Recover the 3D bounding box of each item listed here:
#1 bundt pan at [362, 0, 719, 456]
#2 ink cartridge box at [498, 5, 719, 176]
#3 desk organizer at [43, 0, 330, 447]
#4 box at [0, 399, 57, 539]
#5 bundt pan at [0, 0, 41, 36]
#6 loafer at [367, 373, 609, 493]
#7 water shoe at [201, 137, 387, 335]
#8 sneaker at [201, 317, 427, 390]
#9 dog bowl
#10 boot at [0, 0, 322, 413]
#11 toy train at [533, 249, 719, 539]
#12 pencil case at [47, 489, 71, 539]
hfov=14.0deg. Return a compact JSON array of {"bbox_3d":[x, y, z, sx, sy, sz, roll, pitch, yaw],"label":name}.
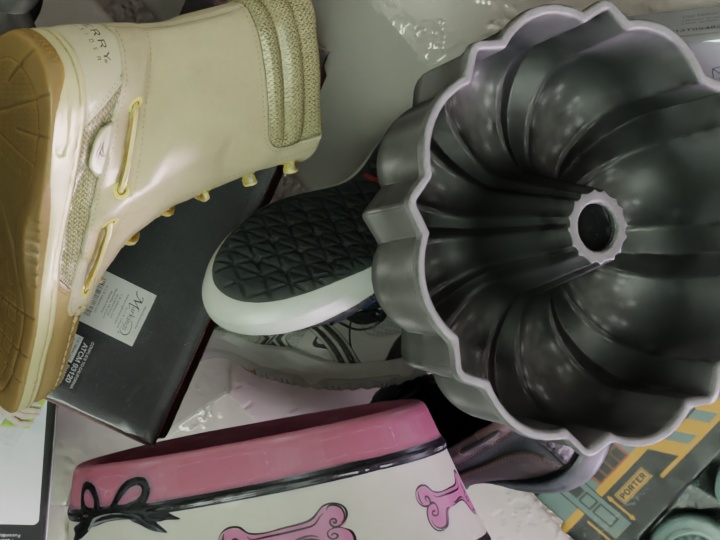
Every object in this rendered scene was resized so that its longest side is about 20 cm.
[{"bbox_3d":[0.085,-0.017,1.314,0.202,0.202,0.076,53,152,-18],"label":"bundt pan"},{"bbox_3d":[0.176,-0.032,1.409,0.199,0.041,0.200,-5,118,12],"label":"ink cartridge box"},{"bbox_3d":[-0.085,-0.022,1.380,0.072,0.077,0.200,24,88,3],"label":"desk organizer"},{"bbox_3d":[-0.181,0.035,1.454,0.060,0.117,0.200,3,118,-10],"label":"box"},{"bbox_3d":[-0.178,-0.133,1.318,0.076,0.202,0.202,16,119,-7],"label":"bundt pan"},{"bbox_3d":[0.037,0.076,1.429,0.063,0.072,0.200,27,158,-33],"label":"loafer"},{"bbox_3d":[0.000,0.000,1.367,0.071,0.200,0.079,26,127,27],"label":"water shoe"},{"bbox_3d":[-0.046,0.004,1.444,0.200,0.076,0.088,5,108,-1],"label":"sneaker"},{"bbox_3d":[-0.044,0.109,1.344,0.200,0.200,0.074,-11,90,14],"label":"dog bowl"},{"bbox_3d":[-0.097,-0.033,1.298,0.073,0.155,0.200,43,136,36],"label":"boot"},{"bbox_3d":[0.171,0.072,1.401,0.114,0.085,0.200,39,118,-2],"label":"toy train"},{"bbox_3d":[-0.070,0.170,1.529,0.200,0.078,0.090,14,144,1],"label":"pencil case"}]
